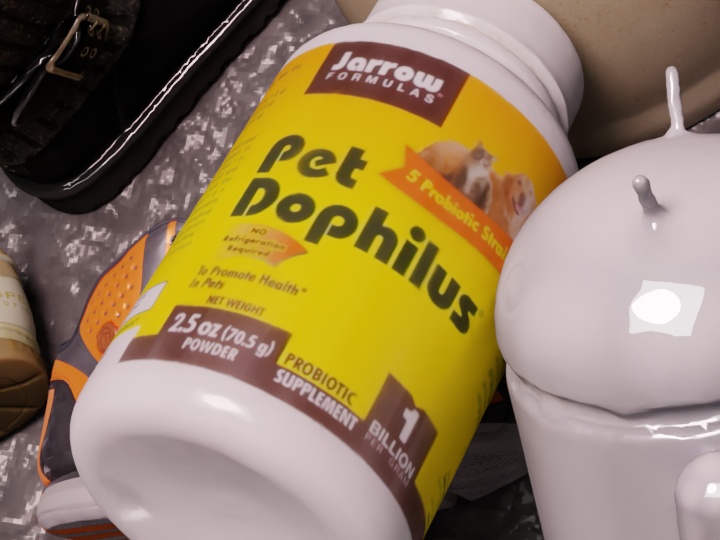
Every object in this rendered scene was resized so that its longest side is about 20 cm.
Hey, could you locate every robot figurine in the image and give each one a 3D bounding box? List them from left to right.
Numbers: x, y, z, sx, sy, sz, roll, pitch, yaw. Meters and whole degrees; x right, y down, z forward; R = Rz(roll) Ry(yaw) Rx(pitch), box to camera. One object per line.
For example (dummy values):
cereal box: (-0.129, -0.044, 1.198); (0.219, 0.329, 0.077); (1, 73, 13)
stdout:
robot figurine: (0.104, 0.045, 0.640); (0.112, 0.201, 0.170); (-11, 27, 7)

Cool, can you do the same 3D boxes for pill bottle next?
pill bottle: (0.000, 0.000, 0.680); (0.109, 0.109, 0.200); (8, 51, 27)

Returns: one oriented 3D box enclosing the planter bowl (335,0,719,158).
planter bowl: (0.059, -0.156, 0.762); (0.199, 0.135, 0.201); (-9, 68, 23)

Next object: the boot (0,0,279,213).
boot: (-0.101, -0.126, 0.813); (0.079, 0.158, 0.212); (31, 87, 30)

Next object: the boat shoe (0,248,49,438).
boat shoe: (-0.218, 0.057, 0.858); (0.200, 0.073, 0.063); (-26, 57, 12)

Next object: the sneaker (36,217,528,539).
sneaker: (-0.031, 0.031, 0.772); (0.199, 0.078, 0.112); (-8, 70, 23)
